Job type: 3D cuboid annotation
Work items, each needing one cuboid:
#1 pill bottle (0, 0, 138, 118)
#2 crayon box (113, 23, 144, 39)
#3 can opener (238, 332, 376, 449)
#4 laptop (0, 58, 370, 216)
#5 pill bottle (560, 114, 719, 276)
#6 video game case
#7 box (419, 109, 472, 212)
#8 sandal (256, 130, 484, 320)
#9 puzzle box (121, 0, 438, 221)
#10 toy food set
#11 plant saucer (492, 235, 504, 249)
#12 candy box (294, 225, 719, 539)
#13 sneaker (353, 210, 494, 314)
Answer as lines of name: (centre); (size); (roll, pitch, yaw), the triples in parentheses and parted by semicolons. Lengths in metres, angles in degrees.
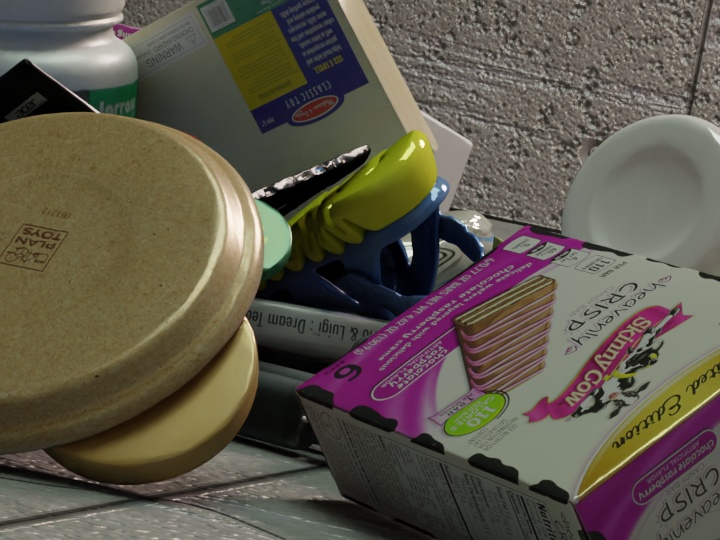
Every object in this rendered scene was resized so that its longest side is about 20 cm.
pill bottle: (-0.176, -0.069, 1.420); (0.113, 0.200, 0.113); (3, 14, -1)
crayon box: (-0.114, -0.049, 1.543); (0.200, 0.173, 0.058); (10, 0, -10)
can opener: (-0.025, 0.054, 1.239); (0.200, 0.067, 0.053); (7, 1, 31)
laptop: (-0.129, -0.037, 1.288); (0.177, 0.103, 0.200); (-31, -3, 36)
pill bottle: (0.200, 0.003, 1.425); (0.110, 0.110, 0.200); (15, -12, 41)
video game case: (-0.020, 0.041, 1.385); (0.182, 0.024, 0.200); (10, -8, -12)
box: (-0.055, -0.047, 1.695); (0.200, 0.152, 0.106); (16, -8, 42)
sandal: (0.000, 0.000, 1.359); (0.087, 0.079, 0.200); (48, -24, -7)
puzzle box: (-0.068, -0.083, 1.446); (0.200, 0.133, 0.025); (-24, 7, 32)
toy food set: (-0.130, 0.005, 1.115); (0.200, 0.049, 0.198); (-1, 46, 13)
plant saucer: (0.148, 0.050, 1.485); (0.200, 0.031, 0.200); (36, 1, -1)
candy box: (0.084, 0.054, 1.059); (0.136, 0.061, 0.200); (-35, 27, -23)
sneaker: (-0.013, 0.013, 1.499); (0.200, 0.073, 0.072); (-9, 4, -20)
